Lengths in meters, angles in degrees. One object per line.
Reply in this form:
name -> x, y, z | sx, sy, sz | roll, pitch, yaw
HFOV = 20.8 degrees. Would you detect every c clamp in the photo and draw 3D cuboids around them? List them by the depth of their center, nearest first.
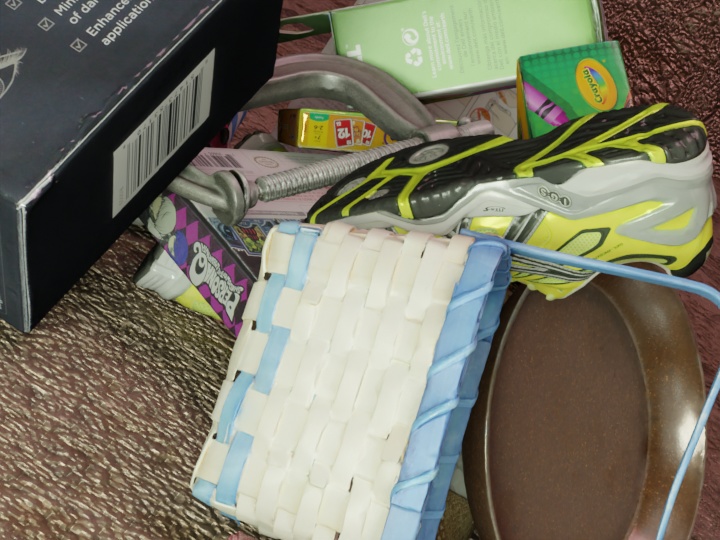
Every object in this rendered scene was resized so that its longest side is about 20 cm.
c clamp -> -0.022, -0.065, 1.002 | 0.200, 0.027, 0.171 | -12, 42, -27

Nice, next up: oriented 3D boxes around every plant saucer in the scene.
plant saucer -> 0.110, 0.083, 0.983 | 0.034, 0.200, 0.200 | -1, -12, 41

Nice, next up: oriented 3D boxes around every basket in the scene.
basket -> 0.043, 0.064, 0.833 | 0.200, 0.176, 0.139 | 19, -5, 12

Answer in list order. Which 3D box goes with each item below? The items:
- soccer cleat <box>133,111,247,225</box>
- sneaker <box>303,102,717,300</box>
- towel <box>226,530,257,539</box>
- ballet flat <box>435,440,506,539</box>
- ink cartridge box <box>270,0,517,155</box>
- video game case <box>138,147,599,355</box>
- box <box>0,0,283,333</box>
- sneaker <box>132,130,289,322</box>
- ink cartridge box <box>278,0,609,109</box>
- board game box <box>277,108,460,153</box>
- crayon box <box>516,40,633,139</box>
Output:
soccer cleat -> -0.119, -0.073, 1.222 | 0.070, 0.086, 0.200 | 37, 37, -7
sneaker -> 0.065, -0.019, 0.900 | 0.200, 0.076, 0.075 | -6, 27, 27
towel -> 0.029, 0.181, 0.757 | 0.200, 0.023, 0.144 | 32, 12, -9
ballet flat -> 0.048, 0.093, 0.996 | 0.071, 0.065, 0.200 | 40, 16, 7
ink cartridge box -> 0.033, -0.093, 1.320 | 0.160, 0.200, 0.047 | 39, 13, 24
video game case -> 0.000, 0.000, 1.020 | 0.200, 0.036, 0.181 | 0, 37, -43
box -> -0.169, -0.114, 0.914 | 0.200, 0.197, 0.117 | 34, -30, 12
sneaker -> -0.060, -0.013, 1.124 | 0.090, 0.078, 0.200 | 32, 25, 0
ink cartridge box -> 0.041, -0.127, 1.134 | 0.200, 0.059, 0.104 | -9, 2, 10
board game box -> 0.003, -0.081, 1.156 | 0.096, 0.030, 0.200 | 4, 7, -6
crayon box -> 0.126, -0.029, 1.109 | 0.200, 0.058, 0.119 | 77, 3, -68
